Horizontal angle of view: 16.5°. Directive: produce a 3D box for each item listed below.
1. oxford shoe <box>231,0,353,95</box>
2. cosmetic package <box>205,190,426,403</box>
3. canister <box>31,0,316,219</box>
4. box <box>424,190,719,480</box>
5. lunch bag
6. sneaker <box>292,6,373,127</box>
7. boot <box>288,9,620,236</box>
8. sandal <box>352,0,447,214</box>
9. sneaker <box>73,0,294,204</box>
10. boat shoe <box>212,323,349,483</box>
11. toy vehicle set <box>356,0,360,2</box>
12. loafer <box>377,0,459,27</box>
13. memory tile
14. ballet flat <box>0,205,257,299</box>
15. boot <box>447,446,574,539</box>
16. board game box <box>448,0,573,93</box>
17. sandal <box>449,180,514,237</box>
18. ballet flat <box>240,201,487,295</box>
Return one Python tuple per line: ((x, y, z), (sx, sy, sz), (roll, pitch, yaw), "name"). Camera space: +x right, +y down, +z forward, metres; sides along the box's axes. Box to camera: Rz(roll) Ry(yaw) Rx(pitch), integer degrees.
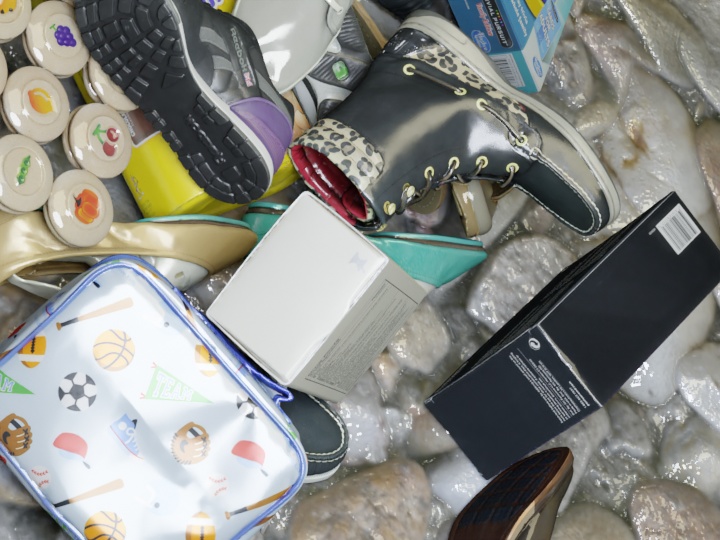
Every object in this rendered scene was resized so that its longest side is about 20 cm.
((-0.025, -0.205, 1.676), (0.075, 0.058, 0.201), (37, 82, -12), "oxford shoe")
((-0.025, 0.021, 1.589), (0.071, 0.200, 0.105), (40, 89, 11), "cosmetic package")
((-0.127, -0.139, 1.708), (0.148, 0.086, 0.201), (-22, 81, -40), "canister")
((0.158, 0.046, 1.774), (0.079, 0.141, 0.200), (52, 48, -3), "box")
((-0.131, 0.097, 1.532), (0.160, 0.076, 0.200), (-42, 96, -3), "lunch bag")
((-0.020, -0.140, 1.793), (0.075, 0.115, 0.202), (-25, 115, -6), "sneaker")
((0.063, -0.065, 1.695), (0.203, 0.074, 0.154), (43, 61, 5), "boot")
((0.026, -0.146, 1.829), (0.069, 0.078, 0.212), (-23, 74, -39), "sandal")
((-0.113, -0.145, 1.613), (0.201, 0.075, 0.088), (58, 38, -25), "sneaker")
((-0.085, 0.080, 1.631), (0.199, 0.060, 0.076), (23, 54, -24), "boat shoe")
((-0.037, -0.268, 1.814), (0.124, 0.027, 0.200), (40, 15, -12), "toy vehicle set")
((0.060, -0.266, 1.936), (0.072, 0.072, 0.201), (44, 49, -38), "loafer")
((-0.199, -0.127, 1.578), (0.153, 0.017, 0.201), (31, 60, -33), "memory tile")
((-0.161, -0.005, 1.628), (0.199, 0.069, 0.064), (4, 72, -24), "ballet flat")
((0.108, 0.212, 1.708), (0.200, 0.074, 0.097), (-48, 115, -42), "boot")
((0.122, -0.259, 1.929), (0.151, 0.047, 0.201), (63, 36, -38), "board game box")
((0.097, -0.090, 1.824), (0.200, 0.054, 0.081), (-83, 154, -61), "sandal")
((0.000, 0.000, 1.747), (0.199, 0.067, 0.071), (9, 85, -32), "ballet flat")
